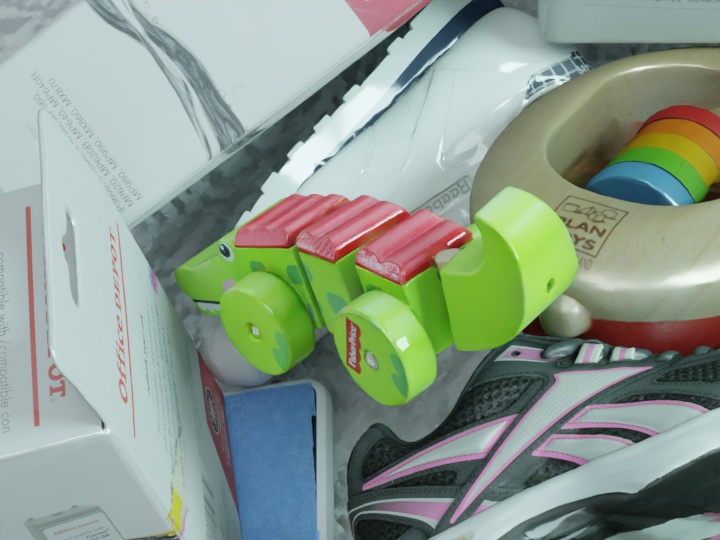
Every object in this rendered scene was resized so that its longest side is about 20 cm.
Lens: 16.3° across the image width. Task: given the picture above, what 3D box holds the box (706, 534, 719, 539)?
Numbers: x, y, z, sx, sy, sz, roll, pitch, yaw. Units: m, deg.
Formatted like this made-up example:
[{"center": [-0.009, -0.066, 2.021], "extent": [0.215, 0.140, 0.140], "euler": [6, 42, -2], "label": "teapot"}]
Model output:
[{"center": [0.178, 0.105, 0.909], "extent": [0.199, 0.101, 0.113], "euler": [-12, 67, 7], "label": "box"}]

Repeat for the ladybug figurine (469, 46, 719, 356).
[{"center": [0.115, -0.020, 0.954], "extent": [0.135, 0.072, 0.200], "euler": [18, 36, 27], "label": "ladybug figurine"}]

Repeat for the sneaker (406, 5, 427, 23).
[{"center": [-0.005, -0.144, 1.066], "extent": [0.199, 0.070, 0.081], "euler": [-13, 69, 6], "label": "sneaker"}]

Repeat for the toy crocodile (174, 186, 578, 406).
[{"center": [0.000, 0.000, 0.893], "extent": [0.067, 0.062, 0.200], "euler": [-33, 23, -28], "label": "toy crocodile"}]

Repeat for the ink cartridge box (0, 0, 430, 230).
[{"center": [-0.050, -0.096, 0.981], "extent": [0.200, 0.146, 0.085], "euler": [-38, 94, 15], "label": "ink cartridge box"}]

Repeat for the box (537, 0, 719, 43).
[{"center": [0.169, -0.211, 0.973], "extent": [0.199, 0.172, 0.200], "euler": [2, 61, -1], "label": "box"}]

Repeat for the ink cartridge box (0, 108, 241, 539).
[{"center": [-0.104, 0.048, 0.905], "extent": [0.067, 0.200, 0.117], "euler": [-15, 52, 8], "label": "ink cartridge box"}]

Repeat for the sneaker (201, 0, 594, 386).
[{"center": [0.015, -0.026, 1.015], "extent": [0.080, 0.076, 0.200], "euler": [38, 81, 13], "label": "sneaker"}]

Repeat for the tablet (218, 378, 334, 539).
[{"center": [-0.107, 0.113, 0.996], "extent": [0.199, 0.014, 0.131], "euler": [-10, 53, 12], "label": "tablet"}]

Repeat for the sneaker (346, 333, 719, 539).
[{"center": [0.079, 0.052, 0.850], "extent": [0.199, 0.080, 0.087], "euler": [-23, 63, 6], "label": "sneaker"}]
